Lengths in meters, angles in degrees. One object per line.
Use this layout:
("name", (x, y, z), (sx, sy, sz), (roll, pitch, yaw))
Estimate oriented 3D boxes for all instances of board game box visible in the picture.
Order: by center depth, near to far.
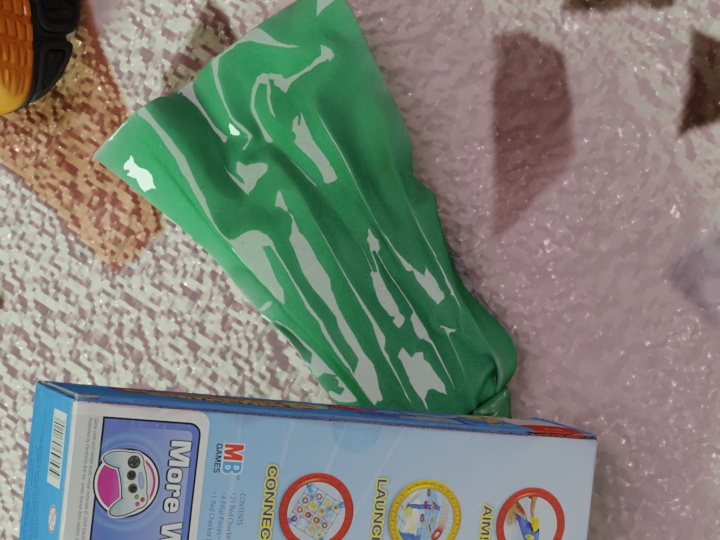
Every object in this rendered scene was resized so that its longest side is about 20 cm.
("board game box", (-0.024, 0.146, 0.800), (0.196, 0.056, 0.200), (6, 91, -22))

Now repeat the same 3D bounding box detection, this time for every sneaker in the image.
("sneaker", (-0.186, -0.148, 0.966), (0.092, 0.076, 0.200), (-25, 67, 21))

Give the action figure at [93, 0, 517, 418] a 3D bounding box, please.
("action figure", (0.000, 0.000, 0.886), (0.118, 0.055, 0.200), (-37, 80, 9))
